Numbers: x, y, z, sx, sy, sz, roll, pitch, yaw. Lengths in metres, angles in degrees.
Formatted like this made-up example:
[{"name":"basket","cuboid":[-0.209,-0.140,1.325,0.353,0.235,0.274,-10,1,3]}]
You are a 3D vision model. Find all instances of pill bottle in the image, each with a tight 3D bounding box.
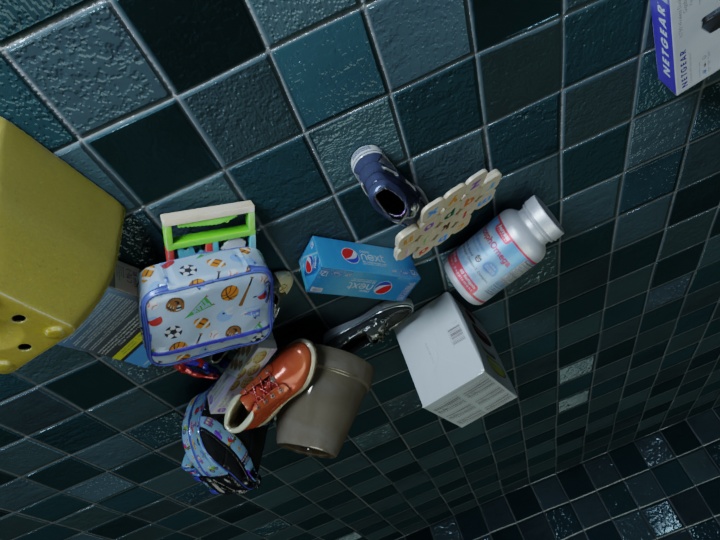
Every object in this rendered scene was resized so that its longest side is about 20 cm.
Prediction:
[{"name":"pill bottle","cuboid":[0.253,-0.036,0.997,0.200,0.110,0.108,-41,138,24]}]

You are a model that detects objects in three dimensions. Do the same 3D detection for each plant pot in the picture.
[{"name":"plant pot","cuboid":[-0.408,-0.007,0.644,0.192,0.202,0.196,-30,141,12]},{"name":"plant pot","cuboid":[-0.082,0.255,1.073,0.196,0.176,0.201,10,154,5]}]

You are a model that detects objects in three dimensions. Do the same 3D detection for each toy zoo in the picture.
[{"name":"toy zoo","cuboid":[-0.217,0.000,0.834,0.129,0.020,0.203,-12,128,-26]}]

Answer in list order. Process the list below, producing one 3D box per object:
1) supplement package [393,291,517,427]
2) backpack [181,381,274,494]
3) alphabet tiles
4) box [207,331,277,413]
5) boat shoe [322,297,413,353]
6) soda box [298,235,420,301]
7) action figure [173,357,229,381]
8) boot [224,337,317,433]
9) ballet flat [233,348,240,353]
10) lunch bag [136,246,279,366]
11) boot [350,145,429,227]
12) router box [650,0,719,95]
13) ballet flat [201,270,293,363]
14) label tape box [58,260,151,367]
[{"name":"supplement package","cuboid":[0.198,0.190,1.176,0.146,0.193,0.200,-33,142,17]},{"name":"backpack","cuboid":[-0.285,0.331,1.136,0.133,0.185,0.201,-16,132,22]},{"name":"alphabet tiles","cuboid":[0.136,-0.087,0.898,0.198,0.015,0.196,-34,162,-9]},{"name":"box","cuboid":[-0.211,0.182,0.994,0.041,0.039,0.201,11,130,-39]},{"name":"boat shoe","cuboid":[0.020,0.120,1.118,0.197,0.057,0.069,-26,142,7]},{"name":"soda box","cuboid":[0.000,0.000,0.954,0.197,0.069,0.064,8,135,-33]},{"name":"action figure","cuboid":[-0.278,0.168,1.030,0.051,0.067,0.199,-12,151,30]},{"name":"boot","cuboid":[-0.154,0.201,0.966,0.201,0.075,0.107,-51,163,12]},{"name":"ballet flat","cuboid":[-0.227,0.103,0.988,0.066,0.070,0.200,-52,142,-4]},{"name":"lunch bag","cuboid":[-0.215,0.055,0.812,0.197,0.076,0.162,-11,130,-26]},{"name":"boot","cuboid":[0.057,-0.096,0.846,0.072,0.091,0.199,-35,140,18]},{"name":"router box","cuboid":[0.491,-0.367,0.761,0.178,0.049,0.200,-32,141,14]},{"name":"ballet flat","cuboid":[-0.181,0.078,0.924,0.200,0.056,0.067,-45,134,-16]},{"name":"label tape box","cuboid":[-0.372,0.063,0.856,0.144,0.064,0.199,-38,141,19]}]
